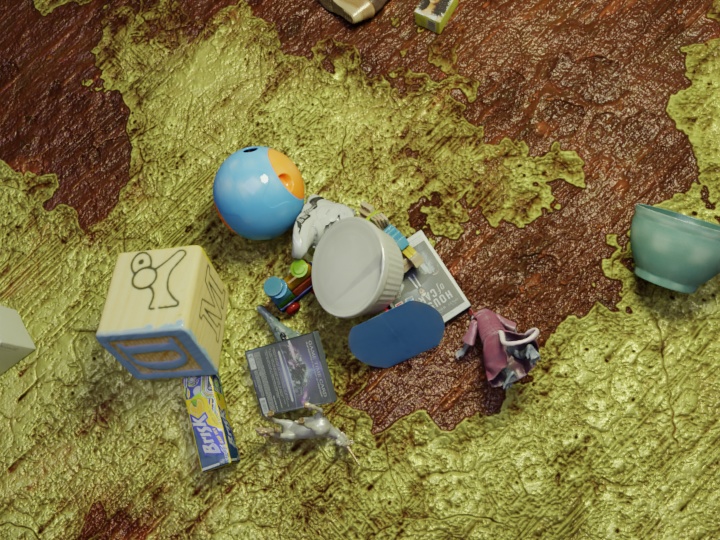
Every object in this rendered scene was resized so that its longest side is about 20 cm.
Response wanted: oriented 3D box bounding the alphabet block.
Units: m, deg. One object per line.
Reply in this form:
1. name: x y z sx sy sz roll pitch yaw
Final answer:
1. alphabet block: -0.399 0.090 1.293 0.193 0.197 0.202 -4 54 6

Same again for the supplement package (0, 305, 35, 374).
1. supplement package: -0.871 0.182 1.406 0.199 0.121 0.120 -37 73 -1

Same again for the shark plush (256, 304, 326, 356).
1. shark plush: -0.146 0.146 1.326 0.090 0.083 0.201 -29 74 0

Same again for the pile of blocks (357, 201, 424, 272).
1. pile of blocks: 0.048 -0.067 1.331 0.062 0.082 0.200 -41 59 -7

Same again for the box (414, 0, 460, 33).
1. box: 0.210 -0.675 1.500 0.075 0.050 0.201 28 81 14

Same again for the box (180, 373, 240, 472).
1. box: -0.317 0.317 1.319 0.069 0.064 0.202 -19 74 3

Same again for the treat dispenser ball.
1. treat dispenser ball: -0.220 -0.167 1.356 0.198 0.201 0.204 -2 75 8

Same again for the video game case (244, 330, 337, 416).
1. video game case: -0.147 0.215 1.279 0.198 0.019 0.145 -18 87 33

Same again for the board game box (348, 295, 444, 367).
1. board game box: 0.072 0.121 1.272 0.198 0.158 0.039 -26 42 13

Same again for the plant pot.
1. plant pot: 0.616 -0.037 1.218 0.198 0.200 0.136 19 106 13

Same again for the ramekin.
1. ramekin: 0.000 0.000 1.267 0.201 0.094 0.205 -11 74 40

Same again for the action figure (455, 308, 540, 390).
1. action figure: 0.259 0.132 1.236 0.133 0.150 0.201 -21 41 -6

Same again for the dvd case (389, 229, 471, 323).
1. dvd case: 0.123 0.034 1.346 0.149 0.025 0.201 -32 73 0

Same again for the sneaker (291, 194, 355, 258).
1. sneaker: -0.077 -0.091 1.347 0.113 0.076 0.201 11 40 5

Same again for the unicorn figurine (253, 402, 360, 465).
1. unicorn figurine: -0.105 0.323 1.266 0.198 0.138 0.075 0 57 29

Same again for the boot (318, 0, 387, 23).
1. boot: -0.013 -0.705 1.544 0.166 0.073 0.200 -40 72 -15

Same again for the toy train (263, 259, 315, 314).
1. toy train: -0.116 0.003 1.341 0.199 0.116 0.085 -38 74 -2
